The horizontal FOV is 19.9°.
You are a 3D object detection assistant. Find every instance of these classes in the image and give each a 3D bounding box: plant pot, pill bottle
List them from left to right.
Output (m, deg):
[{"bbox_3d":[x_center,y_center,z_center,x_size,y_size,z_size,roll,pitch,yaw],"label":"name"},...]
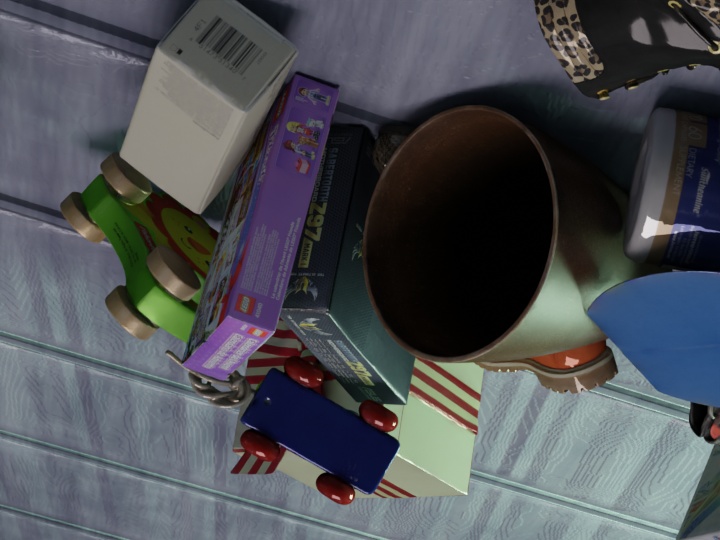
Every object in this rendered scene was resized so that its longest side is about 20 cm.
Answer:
[{"bbox_3d":[0.137,-0.012,1.532,0.187,0.187,0.200,-10,165,43],"label":"plant pot"},{"bbox_3d":[0.291,-0.043,1.433,0.200,0.111,0.111,11,158,2],"label":"pill bottle"}]

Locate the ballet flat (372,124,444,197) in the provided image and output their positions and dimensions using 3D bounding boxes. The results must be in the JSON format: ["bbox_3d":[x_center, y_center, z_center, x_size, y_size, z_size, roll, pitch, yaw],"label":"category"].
[{"bbox_3d":[0.065,-0.051,1.615,0.067,0.046,0.200,0,155,29],"label":"ballet flat"}]

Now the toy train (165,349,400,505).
[{"bbox_3d":[-0.070,0.105,1.658,0.200,0.085,0.116,31,179,-8],"label":"toy train"}]

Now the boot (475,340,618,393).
[{"bbox_3d":[0.142,0.034,1.766,0.200,0.075,0.107,11,126,61],"label":"boot"}]

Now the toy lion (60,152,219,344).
[{"bbox_3d":[-0.144,-0.001,1.682,0.069,0.200,0.192,-44,134,13],"label":"toy lion"}]

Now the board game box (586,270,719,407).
[{"bbox_3d":[0.260,0.037,1.462,0.158,0.039,0.200,-7,145,35],"label":"board game box"}]

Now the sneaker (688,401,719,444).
[{"bbox_3d":[0.290,0.106,1.598,0.077,0.082,0.200,35,163,52],"label":"sneaker"}]

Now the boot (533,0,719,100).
[{"bbox_3d":[0.215,-0.139,1.286,0.151,0.073,0.200,-9,147,39],"label":"boot"}]

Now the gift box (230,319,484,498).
[{"bbox_3d":[-0.016,0.116,1.884,0.200,0.185,0.187,-10,152,31],"label":"gift box"}]

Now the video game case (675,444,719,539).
[{"bbox_3d":[0.360,0.138,1.731,0.022,0.200,0.182,36,151,-16],"label":"video game case"}]

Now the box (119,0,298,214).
[{"bbox_3d":[-0.112,-0.119,1.479,0.082,0.068,0.200,38,157,-1],"label":"box"}]

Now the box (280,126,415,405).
[{"bbox_3d":[0.000,0.000,1.625,0.051,0.158,0.200,2,156,22],"label":"box"}]

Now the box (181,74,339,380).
[{"bbox_3d":[-0.075,-0.030,1.529,0.039,0.200,0.137,19,157,-12],"label":"box"}]
